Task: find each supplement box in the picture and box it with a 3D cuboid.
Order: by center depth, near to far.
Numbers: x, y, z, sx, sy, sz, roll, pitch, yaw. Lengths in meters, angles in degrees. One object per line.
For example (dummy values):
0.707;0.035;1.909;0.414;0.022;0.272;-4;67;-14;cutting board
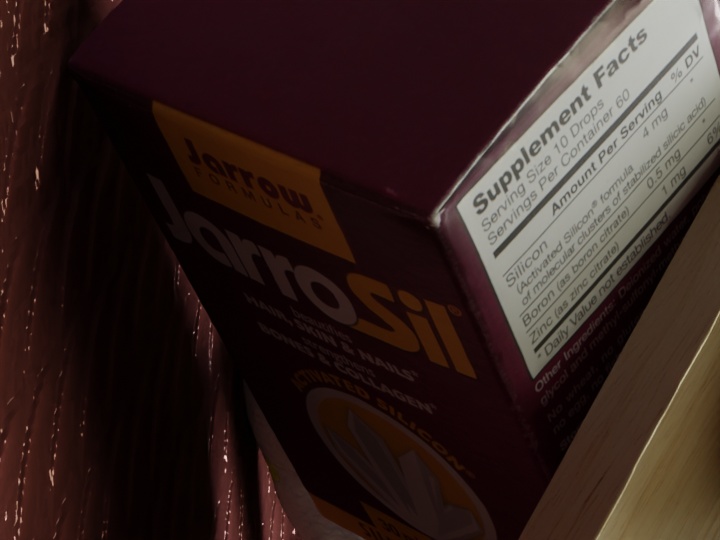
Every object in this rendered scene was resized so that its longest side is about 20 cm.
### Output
0.033;-0.001;0.612;0.103;0.131;0.200;-47;137;-21;supplement box

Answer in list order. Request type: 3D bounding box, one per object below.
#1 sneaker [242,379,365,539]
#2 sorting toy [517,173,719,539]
0.000;0.000;0.780;0.105;0.075;0.201;-29;112;-82;sneaker
0.123;0.084;0.593;0.200;0.069;0.199;-59;142;-17;sorting toy
